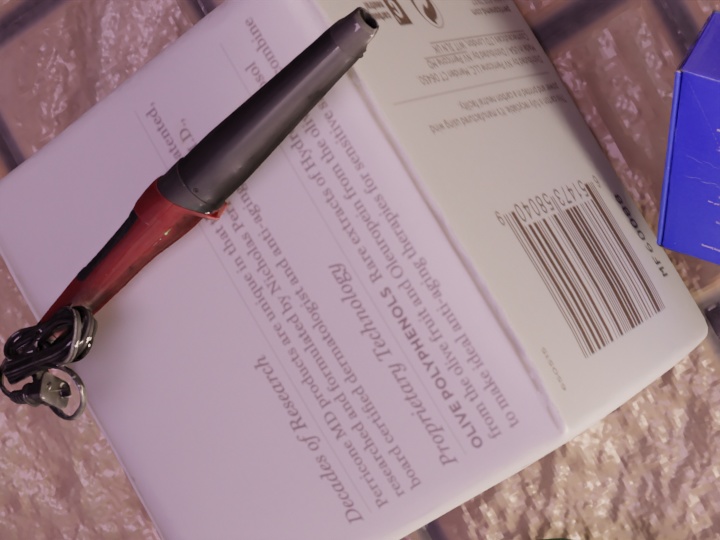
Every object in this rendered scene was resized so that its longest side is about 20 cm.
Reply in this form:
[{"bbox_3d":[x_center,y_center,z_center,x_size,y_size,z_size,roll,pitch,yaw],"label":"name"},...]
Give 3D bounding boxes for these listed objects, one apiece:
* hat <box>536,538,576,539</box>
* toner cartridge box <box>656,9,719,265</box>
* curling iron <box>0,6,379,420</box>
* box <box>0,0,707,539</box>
[{"bbox_3d":[0.152,0.218,0.875,0.167,0.175,0.200,-64,37,23],"label":"hat"},{"bbox_3d":[0.216,-0.026,0.761,0.198,0.043,0.096,19,139,19],"label":"toner cartridge box"},{"bbox_3d":[-0.060,-0.017,0.693,0.200,0.025,0.050,-44,41,21],"label":"curling iron"},{"bbox_3d":[0.000,0.000,0.796,0.171,0.199,0.201,-34,84,26],"label":"box"}]
